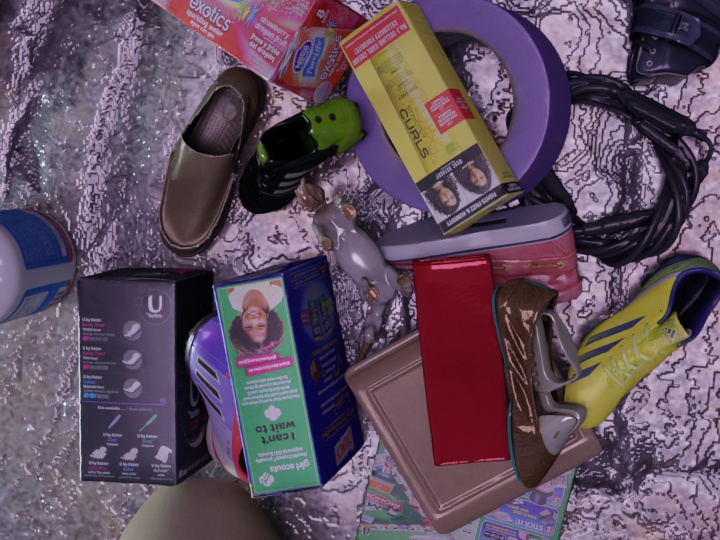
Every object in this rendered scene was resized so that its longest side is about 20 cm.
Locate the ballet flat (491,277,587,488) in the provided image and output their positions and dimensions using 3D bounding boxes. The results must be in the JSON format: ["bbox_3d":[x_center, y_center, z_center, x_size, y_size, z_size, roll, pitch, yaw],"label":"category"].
[{"bbox_3d":[0.168,0.105,1.161,0.072,0.068,0.202,-2,100,32],"label":"ballet flat"}]

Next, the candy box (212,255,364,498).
[{"bbox_3d":[-0.065,0.097,1.225,0.076,0.169,0.202,-11,93,14],"label":"candy box"}]

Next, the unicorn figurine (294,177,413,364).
[{"bbox_3d":[0.000,0.000,1.220,0.073,0.137,0.202,-20,93,-6],"label":"unicorn figurine"}]

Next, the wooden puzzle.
[{"bbox_3d":[0.109,0.135,1.231,0.184,0.037,0.201,-29,101,11],"label":"wooden puzzle"}]

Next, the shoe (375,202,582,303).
[{"bbox_3d":[0.114,-0.004,1.234,0.198,0.072,0.092,-7,112,23],"label":"shoe"}]

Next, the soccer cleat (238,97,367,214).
[{"bbox_3d":[-0.075,-0.109,1.217,0.200,0.081,0.068,-33,74,48],"label":"soccer cleat"}]

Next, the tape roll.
[{"bbox_3d":[0.092,-0.155,1.198,0.198,0.085,0.202,2,95,22],"label":"tape roll"}]

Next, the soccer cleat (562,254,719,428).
[{"bbox_3d":[0.263,0.065,1.183,0.065,0.084,0.200,44,83,-21],"label":"soccer cleat"}]

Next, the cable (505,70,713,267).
[{"bbox_3d":[0.226,-0.099,1.222,0.199,0.051,0.164,28,108,15],"label":"cable"}]

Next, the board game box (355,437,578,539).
[{"bbox_3d":[0.105,0.230,1.278,0.198,0.029,0.136,15,98,8],"label":"board game box"}]

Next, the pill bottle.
[{"bbox_3d":[-0.368,-0.002,1.255,0.111,0.200,0.113,1,95,10],"label":"pill bottle"}]

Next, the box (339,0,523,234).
[{"bbox_3d":[0.063,-0.137,1.139,0.075,0.050,0.201,-31,82,24],"label":"box"}]

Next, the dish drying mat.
[{"bbox_3d":[0.095,0.085,1.191,0.076,0.018,0.202,-6,105,6],"label":"dish drying mat"}]

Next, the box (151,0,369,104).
[{"bbox_3d":[-0.101,-0.249,1.203,0.200,0.099,0.096,37,102,30],"label":"box"}]

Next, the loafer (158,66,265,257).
[{"bbox_3d":[-0.158,-0.109,1.275,0.075,0.067,0.202,20,98,8],"label":"loafer"}]

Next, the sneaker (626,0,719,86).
[{"bbox_3d":[0.251,-0.256,1.186,0.201,0.077,0.147,24,96,6],"label":"sneaker"}]

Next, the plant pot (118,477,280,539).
[{"bbox_3d":[-0.159,0.285,1.265,0.198,0.201,0.136,-7,61,10],"label":"plant pot"}]

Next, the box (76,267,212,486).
[{"bbox_3d":[-0.213,0.102,1.276,0.105,0.122,0.202,1,95,10],"label":"box"}]

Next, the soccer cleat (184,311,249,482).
[{"bbox_3d":[-0.121,0.127,1.243,0.073,0.068,0.201,36,143,39],"label":"soccer cleat"}]
